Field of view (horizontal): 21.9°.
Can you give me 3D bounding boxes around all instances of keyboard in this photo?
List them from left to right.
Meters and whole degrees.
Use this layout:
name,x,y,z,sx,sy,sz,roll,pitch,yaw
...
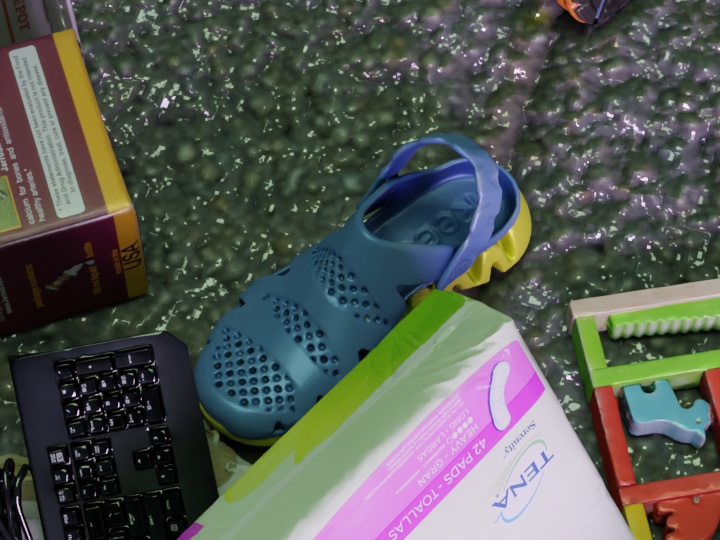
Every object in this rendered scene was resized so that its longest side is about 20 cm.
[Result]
name,x,y,z,sx,sy,sz,roll,pitch,yaw
keyboard,-0.105,0.130,0.763,0.104,0.040,0.200,-11,96,5

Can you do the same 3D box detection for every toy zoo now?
name,x,y,z,sx,sy,sz,roll,pitch,yaw
toy zoo,0.180,0.094,0.856,0.131,0.020,0.200,-8,60,-5

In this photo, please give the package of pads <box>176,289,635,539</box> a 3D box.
name,x,y,z,sx,sy,sz,roll,pitch,yaw
package of pads,0.016,0.130,0.763,0.200,0.155,0.068,-43,31,-21

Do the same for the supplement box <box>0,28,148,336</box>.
name,x,y,z,sx,sy,sz,roll,pitch,yaw
supplement box,-0.213,-0.025,0.887,0.200,0.086,0.110,-16,62,-10

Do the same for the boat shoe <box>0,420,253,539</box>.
name,x,y,z,sx,sy,sz,roll,pitch,yaw
boat shoe,-0.077,0.100,0.822,0.200,0.075,0.068,-9,66,-4

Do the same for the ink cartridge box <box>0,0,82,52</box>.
name,x,y,z,sx,sy,sz,roll,pitch,yaw
ink cartridge box,-0.216,-0.182,0.960,0.068,0.115,0.200,-26,63,-14

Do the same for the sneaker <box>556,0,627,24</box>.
name,x,y,z,sx,sy,sz,roll,pitch,yaw
sneaker,0.155,-0.222,1.010,0.078,0.075,0.200,38,65,23

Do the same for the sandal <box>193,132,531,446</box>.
name,x,y,z,sx,sy,sz,roll,pitch,yaw
sandal,0.000,0.000,0.874,0.079,0.087,0.200,40,69,18
